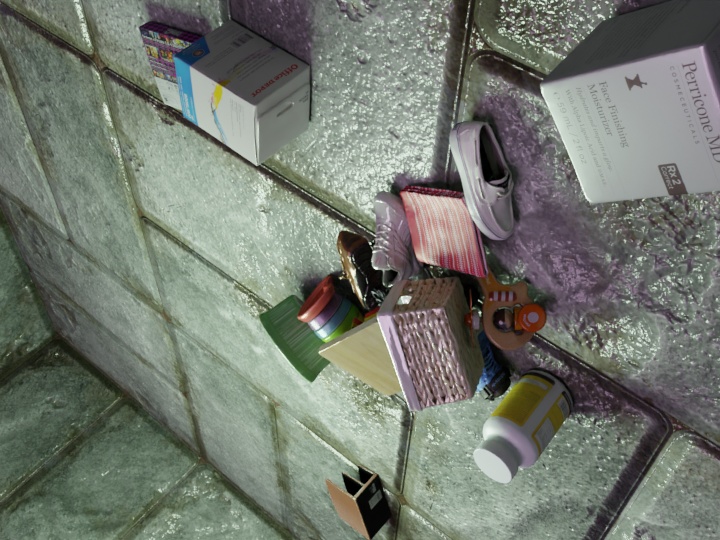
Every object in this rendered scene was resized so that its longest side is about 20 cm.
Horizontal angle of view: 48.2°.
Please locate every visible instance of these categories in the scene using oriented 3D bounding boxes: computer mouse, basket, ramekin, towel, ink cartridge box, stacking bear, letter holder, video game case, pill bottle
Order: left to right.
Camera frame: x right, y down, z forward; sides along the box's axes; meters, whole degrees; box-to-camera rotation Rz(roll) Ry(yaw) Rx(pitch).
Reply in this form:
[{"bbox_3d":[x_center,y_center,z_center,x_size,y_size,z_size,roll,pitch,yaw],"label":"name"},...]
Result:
[{"bbox_3d":[-0.357,-0.404,1.649,0.199,0.036,0.183,24,142,34],"label":"video game case"},{"bbox_3d":[-0.209,-0.321,1.452,0.199,0.147,0.145,35,147,21],"label":"ink cartridge box"},{"bbox_3d":[-0.138,0.153,1.876,0.201,0.097,0.200,51,180,0],"label":"ramekin"},{"bbox_3d":[-0.030,0.125,1.771,0.200,0.114,0.122,41,-172,-12],"label":"stacking bear"},{"bbox_3d":[-0.010,0.666,2.364,0.141,0.100,0.201,21,140,39],"label":"letter holder"},{"bbox_3d":[0.128,0.068,1.499,0.198,0.053,0.138,-10,149,34],"label":"computer mouse"},{"bbox_3d":[0.128,0.123,1.398,0.122,0.136,0.202,-11,111,25],"label":"basket"},{"bbox_3d":[0.138,-0.068,1.358,0.199,0.022,0.146,18,127,60],"label":"towel"},{"bbox_3d":[0.292,0.284,1.459,0.111,0.200,0.113,31,145,25],"label":"pill bottle"}]

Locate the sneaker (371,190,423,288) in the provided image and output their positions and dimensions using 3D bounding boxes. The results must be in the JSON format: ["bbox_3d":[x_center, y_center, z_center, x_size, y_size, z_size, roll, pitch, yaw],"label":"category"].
[{"bbox_3d":[0.056,-0.048,1.474,0.077,0.099,0.201,15,137,41],"label":"sneaker"}]

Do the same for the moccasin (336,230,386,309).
[{"bbox_3d":[-0.001,0.001,1.555,0.078,0.074,0.202,42,169,41],"label":"moccasin"}]

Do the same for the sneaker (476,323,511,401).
[{"bbox_3d":[0.242,0.177,1.517,0.111,0.077,0.201,40,153,23],"label":"sneaker"}]

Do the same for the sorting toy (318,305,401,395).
[{"bbox_3d":[0.052,0.160,1.666,0.199,0.070,0.198,34,139,-25],"label":"sorting toy"}]

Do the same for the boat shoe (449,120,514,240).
[{"bbox_3d":[0.202,-0.136,1.232,0.065,0.072,0.202,6,122,53],"label":"boat shoe"}]

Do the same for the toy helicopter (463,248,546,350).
[{"bbox_3d":[0.219,0.044,1.369,0.201,0.131,0.079,62,-176,9],"label":"toy helicopter"}]

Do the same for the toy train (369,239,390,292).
[{"bbox_3d":[0.064,0.024,1.610,0.046,0.034,0.201,5,129,46],"label":"toy train"}]

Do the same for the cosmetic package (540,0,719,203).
[{"bbox_3d":[0.344,-0.193,0.892,0.199,0.165,0.166,-2,125,52],"label":"cosmetic package"}]
